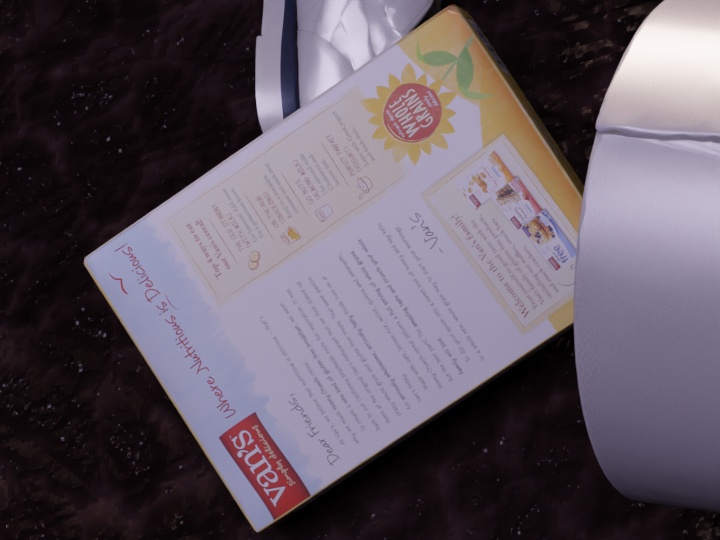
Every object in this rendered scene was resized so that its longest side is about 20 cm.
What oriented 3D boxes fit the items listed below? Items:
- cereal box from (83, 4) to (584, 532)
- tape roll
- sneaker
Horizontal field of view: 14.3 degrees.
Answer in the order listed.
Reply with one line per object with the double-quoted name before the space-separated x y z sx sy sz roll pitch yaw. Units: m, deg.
"cereal box" 0.000 0.000 1.238 0.200 0.040 0.144 -33 85 10
"tape roll" 0.180 -0.003 1.092 0.139 0.203 0.203 6 74 27
"sneaker" -0.001 -0.139 1.304 0.080 0.076 0.201 -4 77 15
